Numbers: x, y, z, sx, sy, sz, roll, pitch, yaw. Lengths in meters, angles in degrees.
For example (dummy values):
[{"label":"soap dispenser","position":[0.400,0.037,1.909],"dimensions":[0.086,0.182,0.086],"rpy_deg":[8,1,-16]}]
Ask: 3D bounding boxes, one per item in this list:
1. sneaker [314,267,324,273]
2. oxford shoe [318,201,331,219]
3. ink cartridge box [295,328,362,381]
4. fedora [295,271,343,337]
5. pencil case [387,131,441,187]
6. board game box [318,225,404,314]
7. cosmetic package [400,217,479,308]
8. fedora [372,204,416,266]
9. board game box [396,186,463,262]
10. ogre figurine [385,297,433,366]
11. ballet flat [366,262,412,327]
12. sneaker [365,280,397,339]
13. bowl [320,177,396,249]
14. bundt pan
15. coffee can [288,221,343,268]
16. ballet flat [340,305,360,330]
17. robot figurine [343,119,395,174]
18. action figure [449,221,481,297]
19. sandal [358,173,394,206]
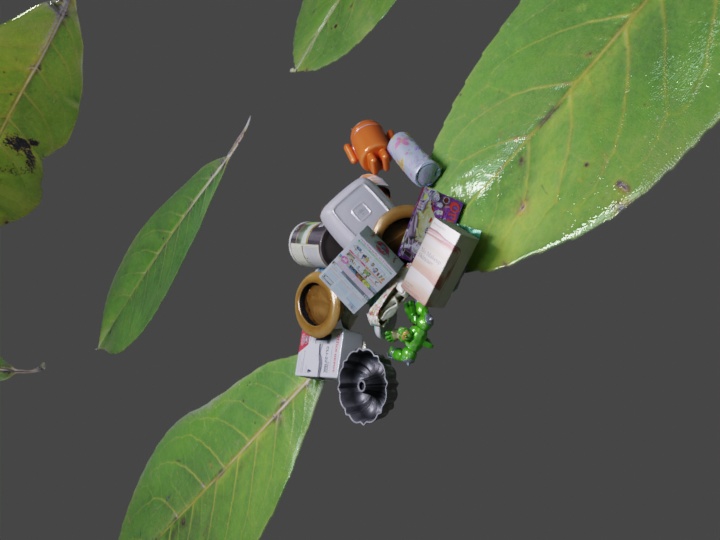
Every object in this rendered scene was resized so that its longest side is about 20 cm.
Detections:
[{"label":"sneaker","position":[-0.093,0.062,1.770],"dimensions":[0.089,0.078,0.203],"rpy_deg":[-32,54,30]},{"label":"oxford shoe","position":[-0.090,-0.171,1.817],"dimensions":[0.071,0.200,0.072],"rpy_deg":[-34,91,-2]},{"label":"ink cartridge box","position":[-0.096,0.255,1.692],"dimensions":[0.198,0.083,0.147],"rpy_deg":[-7,69,44]},{"label":"fedora","position":[-0.110,0.102,1.661],"dimensions":[0.199,0.081,0.204],"rpy_deg":[-7,80,43]},{"label":"pencil case","position":[0.157,-0.329,1.649],"dimensions":[0.090,0.084,0.201],"rpy_deg":[-28,47,-7]},{"label":"board game box","position":[0.000,0.000,1.526],"dimensions":[0.148,0.064,0.200],"rpy_deg":[46,127,-1]},{"label":"cosmetic package","position":[0.198,-0.018,1.410],"dimensions":[0.103,0.086,0.202],"rpy_deg":[38,110,41]},{"label":"fedora","position":[0.121,-0.085,1.563],"dimensions":[0.082,0.198,0.203],"rpy_deg":[-138,70,-84]},{"label":"board game box","position":[0.187,-0.110,1.512],"dimensions":[0.032,0.118,0.203],"rpy_deg":[-162,92,-77]},{"label":"ogre figurine","position":[0.137,0.161,1.482],"dimensions":[0.200,0.098,0.120],"rpy_deg":[-48,27,2]},{"label":"ballet flat","position":[0.097,0.073,1.498],"dimensions":[0.201,0.075,0.064],"rpy_deg":[-54,29,1]},{"label":"sneaker","position":[0.041,0.107,1.610],"dimensions":[0.117,0.073,0.203],"rpy_deg":[-15,56,36]},{"label":"bowl","position":[0.004,-0.159,1.616],"dimensions":[0.199,0.075,0.200],"rpy_deg":[-40,82,-9]},{"label":"bundt pan","position":[0.028,0.314,1.532],"dimensions":[0.200,0.075,0.206],"rpy_deg":[-9,78,47]},{"label":"coffee can","position":[-0.116,-0.079,1.756],"dimensions":[0.199,0.145,0.149],"rpy_deg":[7,80,54]},{"label":"ballet flat","position":[-0.023,0.078,1.699],"dimensions":[0.062,0.067,0.203],"rpy_deg":[-12,67,32]},{"label":"robot figurine","position":[0.033,-0.396,1.781],"dimensions":[0.144,0.116,0.202],"rpy_deg":[-42,49,27]},{"label":"action figure","position":[0.243,-0.018,1.462],"dimensions":[0.117,0.054,0.203],"rpy_deg":[23,99,47]},{"label":"sandal","position":[0.060,-0.232,1.693],"dimensions":[0.078,0.060,0.208],"rpy_deg":[-20,58,-11]}]
